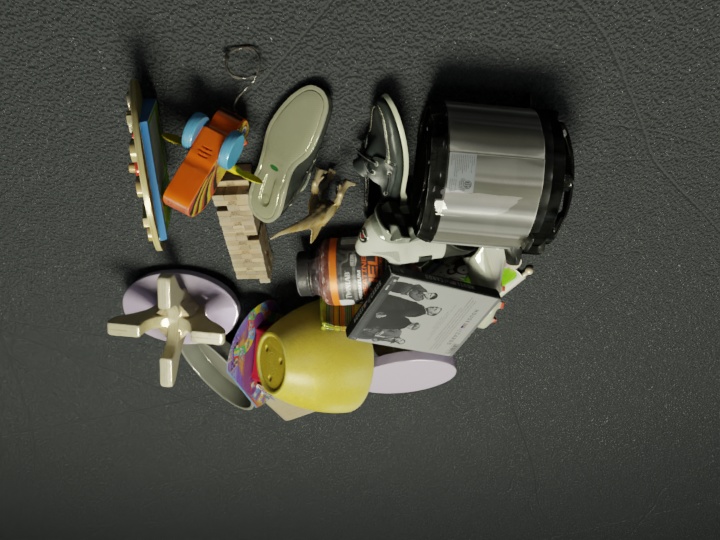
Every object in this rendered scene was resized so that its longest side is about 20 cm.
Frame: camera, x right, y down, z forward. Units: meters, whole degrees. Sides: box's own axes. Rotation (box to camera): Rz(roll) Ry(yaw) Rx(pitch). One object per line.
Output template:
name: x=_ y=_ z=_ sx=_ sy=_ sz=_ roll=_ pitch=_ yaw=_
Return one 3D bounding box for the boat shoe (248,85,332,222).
boat shoe: x=-0.088 y=-0.157 z=0.783 sx=0.072 sy=0.067 sz=0.201 roll=40 pitch=125 yaw=12

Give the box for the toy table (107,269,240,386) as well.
toy table: x=-0.308 y=0.081 z=0.970 sx=0.196 sy=0.117 sz=0.188 roll=-6 pitch=109 yaw=2

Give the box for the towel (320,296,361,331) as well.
towel: x=0.030 y=0.063 z=0.971 sx=0.196 sy=0.087 sz=0.018 roll=5 pitch=144 yaw=-11

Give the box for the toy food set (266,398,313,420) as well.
toy food set: x=-0.137 y=0.237 z=1.251 sx=0.198 sy=0.061 sz=0.144 roll=-25 pitch=122 yaw=25

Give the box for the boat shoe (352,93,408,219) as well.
boat shoe: x=0.022 y=-0.139 z=0.779 sx=0.065 sy=0.075 sz=0.201 roll=-19 pitch=149 yaw=-9

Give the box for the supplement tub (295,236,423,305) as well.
supplement tub: x=0.000 y=0.000 z=0.921 sx=0.195 sy=0.108 sz=0.108 roll=-4 pitch=140 yaw=6

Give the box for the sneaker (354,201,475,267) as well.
sneaker: x=0.076 y=-0.045 z=0.838 sx=0.197 sy=0.075 sz=0.088 roll=7 pitch=145 yaw=-35

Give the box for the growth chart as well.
growth chart: x=0.179 y=0.007 z=0.995 sx=0.196 sy=0.018 sz=0.145 roll=16 pitch=137 yaw=-18

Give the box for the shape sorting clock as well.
shape sorting clock: x=-0.260 y=-0.125 z=0.712 sx=0.038 sy=0.203 sz=0.202 roll=-6 pitch=141 yaw=-11

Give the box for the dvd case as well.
dvd case: x=0.095 y=0.067 z=0.898 sx=0.197 sy=0.025 sz=0.151 roll=12 pitch=132 yaw=-26

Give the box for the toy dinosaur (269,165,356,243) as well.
toy dinosaur: x=-0.052 y=-0.082 z=0.791 sx=0.057 sy=0.200 sz=0.103 roll=24 pitch=104 yaw=5

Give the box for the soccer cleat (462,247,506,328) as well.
soccer cleat: x=0.194 y=0.001 z=0.931 sx=0.076 sy=0.070 sz=0.203 roll=5 pitch=120 yaw=-3

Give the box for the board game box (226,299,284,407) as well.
board game box: x=-0.160 y=0.154 z=1.065 sx=0.038 sy=0.159 sz=0.202 roll=13 pitch=146 yaw=26

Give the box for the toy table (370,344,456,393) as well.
toy table: x=0.079 y=0.142 z=1.067 sx=0.196 sy=0.119 sz=0.184 roll=-12 pitch=144 yaw=21

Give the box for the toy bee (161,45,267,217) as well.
toy bee: x=-0.168 y=-0.154 z=0.736 sx=0.131 sy=0.200 sz=0.109 roll=47 pitch=176 yaw=3

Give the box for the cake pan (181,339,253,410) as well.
cake pan: x=-0.269 y=0.183 z=1.126 sx=0.198 sy=0.037 sz=0.202 roll=29 pitch=145 yaw=22

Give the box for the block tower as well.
block tower: x=-0.176 y=-0.065 z=0.891 sx=0.056 sy=0.055 sz=0.202 roll=-1 pitch=139 yaw=4

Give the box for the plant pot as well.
plant pot: x=-0.092 y=0.147 z=0.993 sx=0.140 sy=0.203 sz=0.200 roll=-1 pitch=147 yaw=-38

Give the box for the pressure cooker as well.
pressure cooker: x=0.168 y=-0.112 z=0.731 sx=0.195 sy=0.181 sz=0.178 roll=4 pitch=137 yaw=-2
